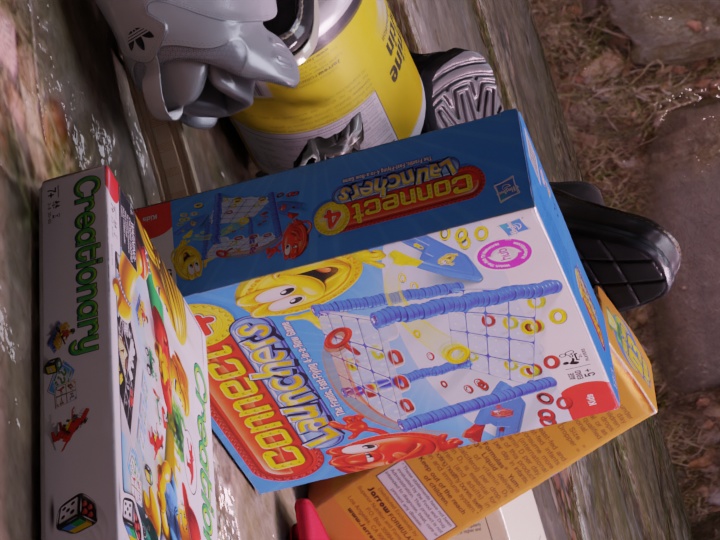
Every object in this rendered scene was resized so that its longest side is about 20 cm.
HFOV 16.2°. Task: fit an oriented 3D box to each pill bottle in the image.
[{"bbox_3d":[-0.026,-0.112,1.450,0.200,0.111,0.113,62,17,-53],"label":"pill bottle"}]

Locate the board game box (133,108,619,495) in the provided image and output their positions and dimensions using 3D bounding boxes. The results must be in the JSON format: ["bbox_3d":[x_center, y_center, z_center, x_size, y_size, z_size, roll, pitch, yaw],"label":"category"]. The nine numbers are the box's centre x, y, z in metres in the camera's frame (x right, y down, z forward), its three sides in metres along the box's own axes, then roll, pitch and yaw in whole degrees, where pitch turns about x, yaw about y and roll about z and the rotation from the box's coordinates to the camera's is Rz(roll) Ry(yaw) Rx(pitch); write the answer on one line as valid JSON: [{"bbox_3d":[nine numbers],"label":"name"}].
[{"bbox_3d":[0.010,0.021,1.222,0.200,0.194,0.056,60,19,-55],"label":"board game box"}]

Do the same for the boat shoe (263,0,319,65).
[{"bbox_3d":[-0.074,-0.186,1.350,0.068,0.071,0.201,63,7,-55],"label":"boat shoe"}]

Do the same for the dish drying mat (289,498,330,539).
[{"bbox_3d":[-0.015,0.222,1.315,0.077,0.018,0.201,66,12,-52],"label":"dish drying mat"}]

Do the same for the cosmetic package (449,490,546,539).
[{"bbox_3d":[0.038,0.114,1.493,0.071,0.104,0.201,-52,130,-65],"label":"cosmetic package"}]

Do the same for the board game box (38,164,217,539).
[{"bbox_3d":[-0.094,0.073,1.038,0.127,0.034,0.201,64,15,-50],"label":"board game box"}]

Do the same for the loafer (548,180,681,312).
[{"bbox_3d":[0.114,-0.026,1.446,0.072,0.199,0.073,-46,122,-24],"label":"loafer"}]

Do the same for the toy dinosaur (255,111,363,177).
[{"bbox_3d":[0.000,0.000,1.364,0.136,0.102,0.200,55,22,12],"label":"toy dinosaur"}]

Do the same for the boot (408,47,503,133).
[{"bbox_3d":[0.027,-0.068,1.621,0.200,0.065,0.166,14,-66,59],"label":"boot"}]

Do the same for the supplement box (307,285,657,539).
[{"bbox_3d":[0.066,0.093,1.400,0.069,0.199,0.067,50,18,-16],"label":"supplement box"}]

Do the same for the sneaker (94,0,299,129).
[{"bbox_3d":[-0.061,-0.136,1.239,0.199,0.075,0.116,-20,89,-53],"label":"sneaker"}]

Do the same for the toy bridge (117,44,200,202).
[{"bbox_3d":[-0.101,-0.105,1.272,0.067,0.027,0.201,57,20,-61],"label":"toy bridge"}]
